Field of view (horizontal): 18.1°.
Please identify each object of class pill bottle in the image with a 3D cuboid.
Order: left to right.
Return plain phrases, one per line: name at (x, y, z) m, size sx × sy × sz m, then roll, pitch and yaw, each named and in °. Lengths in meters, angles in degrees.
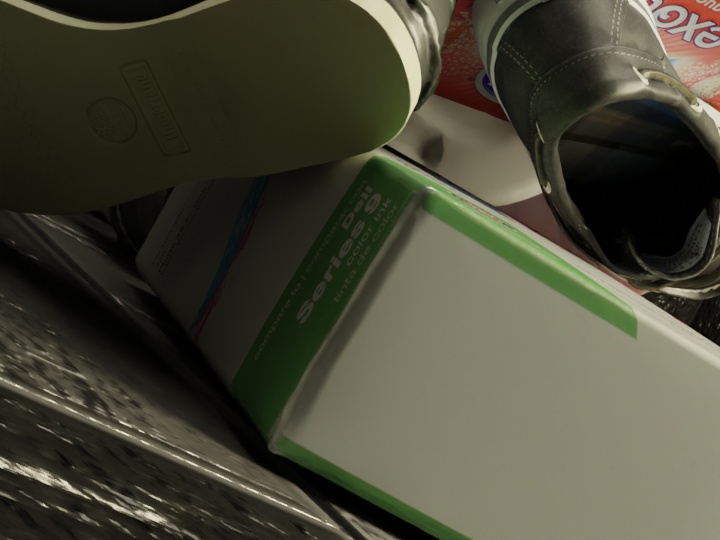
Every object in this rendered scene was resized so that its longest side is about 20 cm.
pill bottle at (0.040, -0.086, 0.928) m, size 0.114 × 0.115 × 0.200 m, roll 31°, pitch 2°, yaw -4°

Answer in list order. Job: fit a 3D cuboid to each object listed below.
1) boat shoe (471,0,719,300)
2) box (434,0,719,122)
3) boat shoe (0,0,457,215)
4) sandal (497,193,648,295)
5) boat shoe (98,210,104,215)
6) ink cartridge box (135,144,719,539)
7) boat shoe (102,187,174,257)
boat shoe at (0.092, -0.027, 0.716) m, size 0.200 × 0.069 × 0.067 m, roll 54°, pitch 15°, yaw -58°
box at (0.069, -0.113, 0.738) m, size 0.199 × 0.094 × 0.103 m, roll 16°, pitch 55°, yaw -39°
boat shoe at (-0.066, -0.064, 0.667) m, size 0.200 × 0.063 × 0.074 m, roll -4°, pitch -57°, yaw 26°
sandal at (0.080, -0.013, 1.025) m, size 0.205 × 0.080 × 0.059 m, roll -10°, pitch 15°, yaw 39°
boat shoe at (-0.095, -0.059, 0.912) m, size 0.199 × 0.067 × 0.074 m, roll 31°, pitch 4°, yaw -6°
ink cartridge box at (0.025, 0.021, 0.700) m, size 0.145 × 0.088 × 0.200 m, roll 29°, pitch 3°, yaw -21°
boat shoe at (-0.001, 0.003, 0.845) m, size 0.200 × 0.073 × 0.060 m, roll 23°, pitch 6°, yaw -22°
